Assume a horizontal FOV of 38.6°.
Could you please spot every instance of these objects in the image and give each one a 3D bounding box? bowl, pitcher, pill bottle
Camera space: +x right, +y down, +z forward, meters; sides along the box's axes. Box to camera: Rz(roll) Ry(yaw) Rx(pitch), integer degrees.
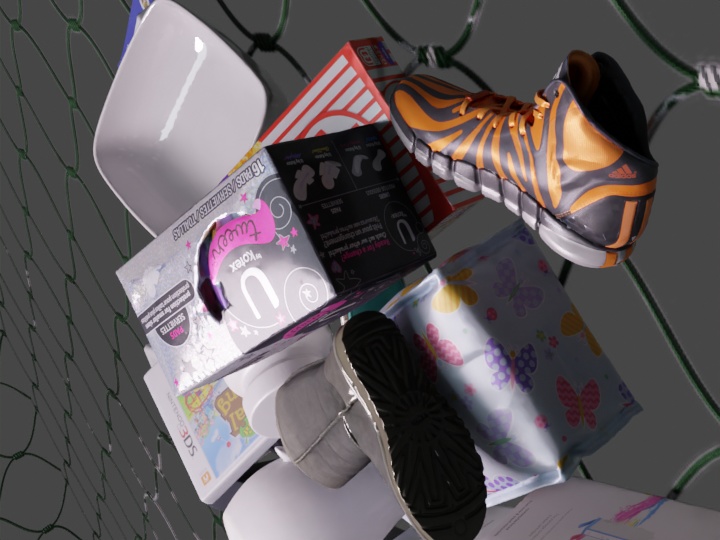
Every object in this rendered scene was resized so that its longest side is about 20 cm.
[{"bbox_3d":[-0.157,-0.135,0.988,0.200,0.074,0.201,43,115,27],"label":"bowl"},{"bbox_3d":[-0.029,0.190,0.933,0.121,0.198,0.174,8,120,68],"label":"pitcher"},{"bbox_3d":[-0.092,0.054,1.006,0.117,0.114,0.202,99,153,-49],"label":"pill bottle"}]

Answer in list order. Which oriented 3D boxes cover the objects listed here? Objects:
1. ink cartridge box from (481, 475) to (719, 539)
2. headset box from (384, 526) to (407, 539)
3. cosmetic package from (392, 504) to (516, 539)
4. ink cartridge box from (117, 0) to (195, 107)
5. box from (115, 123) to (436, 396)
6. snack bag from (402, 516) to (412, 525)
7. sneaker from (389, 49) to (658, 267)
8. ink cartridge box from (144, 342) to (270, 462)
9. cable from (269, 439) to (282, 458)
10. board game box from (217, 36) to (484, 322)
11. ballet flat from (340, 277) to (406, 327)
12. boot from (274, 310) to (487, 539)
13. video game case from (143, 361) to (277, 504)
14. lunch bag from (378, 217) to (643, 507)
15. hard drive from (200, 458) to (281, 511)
[{"bbox_3d":[0.191,0.243,0.713,0.198,0.125,0.130,4,119,49],"label":"ink cartridge box"},{"bbox_3d":[0.016,0.364,1.084,0.199,0.173,0.094,-1,114,59],"label":"headset box"},{"bbox_3d":[0.104,0.321,0.904,0.199,0.165,0.169,-16,100,63],"label":"cosmetic package"},{"bbox_3d":[-0.224,-0.197,1.146,0.201,0.040,0.200,57,152,10],"label":"ink cartridge box"},{"bbox_3d":[-0.066,-0.004,0.769,0.199,0.131,0.116,-33,83,39],"label":"box"},{"bbox_3d":[0.014,0.166,1.078,0.188,0.021,0.202,31,139,45],"label":"snack bag"},{"bbox_3d":[0.105,-0.099,0.648,0.199,0.077,0.113,35,139,24],"label":"sneaker"},{"bbox_3d":[-0.192,0.160,1.357,0.199,0.083,0.147,9,122,56],"label":"ink cartridge box"},{"bbox_3d":[-0.104,0.184,1.176,0.199,0.051,0.164,8,143,51],"label":"cable"},{"bbox_3d":[-0.016,-0.063,0.828,0.200,0.046,0.153,-40,78,39],"label":"board game box"},{"bbox_3d":[0.000,0.000,0.919,0.069,0.069,0.203,8,114,57],"label":"ballet flat"},{"bbox_3d":[0.003,0.135,0.761,0.184,0.072,0.200,66,149,17],"label":"boot"},{"bbox_3d":[-0.133,0.114,1.101,0.022,0.200,0.183,31,-162,-51],"label":"video game case"},{"bbox_3d":[0.083,0.081,0.779,0.171,0.126,0.200,57,142,5],"label":"lunch bag"},{"bbox_3d":[-0.112,0.267,1.272,0.199,0.133,0.043,-10,87,62],"label":"hard drive"}]
